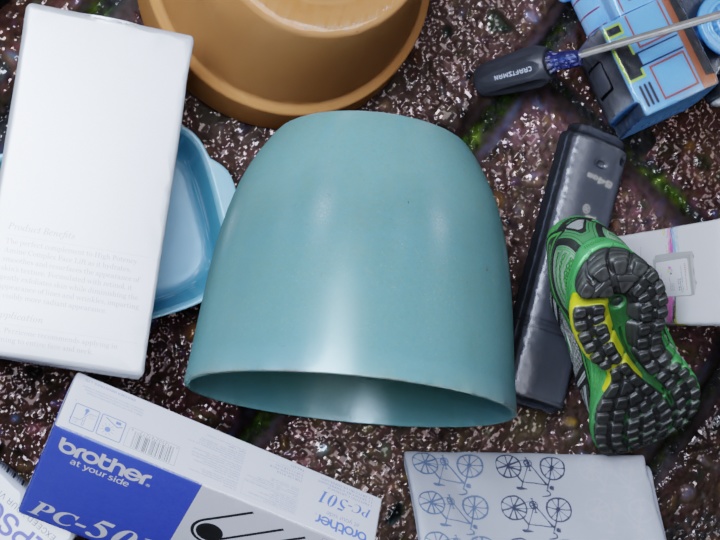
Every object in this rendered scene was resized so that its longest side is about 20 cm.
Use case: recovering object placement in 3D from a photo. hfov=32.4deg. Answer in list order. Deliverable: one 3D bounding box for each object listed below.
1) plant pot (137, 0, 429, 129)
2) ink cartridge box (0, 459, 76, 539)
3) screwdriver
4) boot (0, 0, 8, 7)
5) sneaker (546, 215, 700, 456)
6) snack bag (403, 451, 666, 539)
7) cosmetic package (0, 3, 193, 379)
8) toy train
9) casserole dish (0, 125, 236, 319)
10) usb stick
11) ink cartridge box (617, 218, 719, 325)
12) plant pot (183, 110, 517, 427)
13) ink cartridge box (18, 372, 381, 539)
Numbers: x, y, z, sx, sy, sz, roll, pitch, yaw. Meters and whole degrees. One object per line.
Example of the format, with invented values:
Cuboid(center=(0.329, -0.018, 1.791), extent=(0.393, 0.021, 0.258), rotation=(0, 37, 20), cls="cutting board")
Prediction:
Cuboid(center=(-0.038, -0.198, 0.774), extent=(0.197, 0.140, 0.203), rotation=(0, 89, -14), cls="plant pot")
Cuboid(center=(-0.308, 0.172, 0.743), extent=(0.196, 0.043, 0.201), rotation=(42, 78, -10), cls="ink cartridge box")
Cuboid(center=(0.156, -0.140, 0.802), extent=(0.028, 0.198, 0.030), rotation=(21, 72, -45), cls="screwdriver")
Cuboid(center=(-0.256, -0.258, 0.765), extent=(0.200, 0.069, 0.175), rotation=(-40, 95, -19), cls="boot")
Cuboid(center=(0.172, 0.045, 0.823), extent=(0.077, 0.086, 0.202), rotation=(-20, 129, -1), cls="sneaker")
Cuboid(center=(0.126, 0.209, 0.805), extent=(0.186, 0.022, 0.202), rotation=(5, 52, -13), cls="snack bag")
Cuboid(center=(-0.163, -0.043, 0.733), extent=(0.100, 0.074, 0.203), rotation=(10, 83, -13), cls="cosmetic package")
Cuboid(center=(0.191, -0.195, 0.851), extent=(0.113, 0.087, 0.202), rotation=(-24, 85, -9), cls="toy train")
Cuboid(center=(-0.174, -0.021, 0.785), extent=(0.197, 0.039, 0.123), rotation=(-15, 92, -13), cls="casserole dish")
Cuboid(center=(0.140, -0.001, 0.864), extent=(0.055, 0.033, 0.203), rotation=(18, 83, -16), cls="usb stick")
Cuboid(center=(0.259, -0.001, 0.808), extent=(0.115, 0.200, 0.069), rotation=(-4, 89, -14), cls="ink cartridge box")
Cuboid(center=(0.000, 0.000, 0.754), extent=(0.198, 0.201, 0.163), rotation=(8, 75, -13), cls="plant pot")
Cuboid(center=(-0.096, 0.141, 0.745), extent=(0.198, 0.094, 0.045), rotation=(24, 41, -10), cls="ink cartridge box")
